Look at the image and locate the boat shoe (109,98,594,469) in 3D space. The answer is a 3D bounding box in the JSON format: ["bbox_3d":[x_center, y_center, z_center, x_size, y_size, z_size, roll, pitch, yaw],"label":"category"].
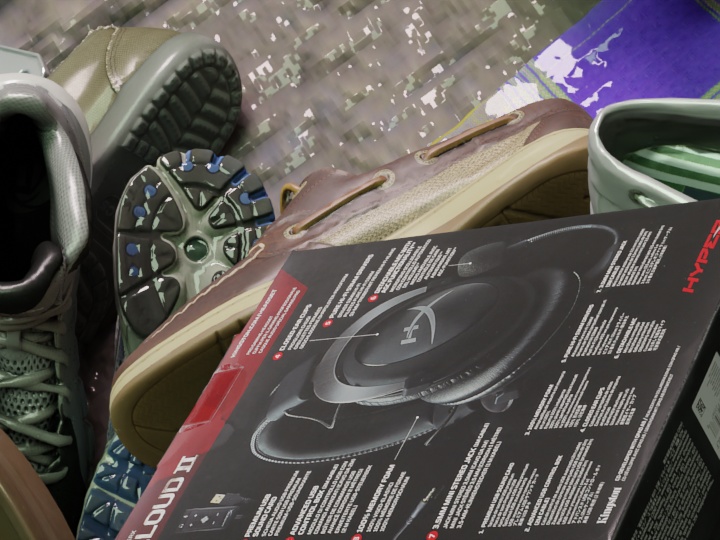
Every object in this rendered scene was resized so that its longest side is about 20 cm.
[{"bbox_3d":[0.000,0.000,0.952,0.199,0.072,0.072,-31,38,2],"label":"boat shoe"}]

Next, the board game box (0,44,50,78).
[{"bbox_3d":[-0.241,-0.013,1.144,0.199,0.026,0.201,14,75,28],"label":"board game box"}]

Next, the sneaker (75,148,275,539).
[{"bbox_3d":[-0.061,0.062,1.005,0.077,0.085,0.201,7,80,-3],"label":"sneaker"}]

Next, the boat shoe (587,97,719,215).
[{"bbox_3d":[0.160,-0.012,0.821,0.199,0.067,0.074,3,58,20],"label":"boat shoe"}]

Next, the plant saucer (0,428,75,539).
[{"bbox_3d":[-0.157,0.112,0.980,0.200,0.201,0.029,30,42,31],"label":"plant saucer"}]

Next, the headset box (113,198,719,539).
[{"bbox_3d":[0.027,0.060,0.820,0.199,0.077,0.149,-8,36,36],"label":"headset box"}]

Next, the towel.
[{"bbox_3d":[0.105,-0.049,0.985,0.200,0.023,0.144,-38,44,0],"label":"towel"}]

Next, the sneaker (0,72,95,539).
[{"bbox_3d":[-0.129,0.029,0.965,0.075,0.115,0.201,0,92,-8],"label":"sneaker"}]

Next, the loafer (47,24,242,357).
[{"bbox_3d":[-0.129,-0.017,1.076,0.070,0.075,0.200,32,75,38],"label":"loafer"}]
